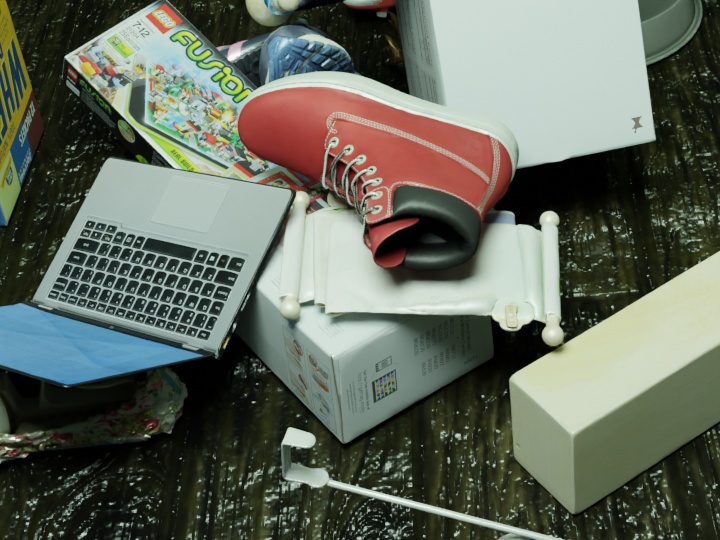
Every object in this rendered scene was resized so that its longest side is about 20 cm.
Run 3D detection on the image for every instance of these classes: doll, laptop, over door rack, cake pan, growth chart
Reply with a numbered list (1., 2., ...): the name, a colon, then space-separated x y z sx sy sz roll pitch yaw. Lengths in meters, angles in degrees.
1. doll: -0.011 -0.224 1.071 0.199 0.049 0.136 -19 12 43
2. laptop: -0.178 -0.007 0.966 0.186 0.116 0.202 12 69 36
3. over door rack: 0.022 0.191 0.807 0.198 0.067 0.148 21 45 2
4. cake pan: 0.208 -0.247 1.312 0.198 0.037 0.201 -5 41 5
5. growth chart: 0.039 -0.010 0.958 0.197 0.018 0.145 3 40 11

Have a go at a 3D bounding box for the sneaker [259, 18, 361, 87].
1. sneaker: -0.049 -0.157 1.141 0.077 0.200 0.085 -43 76 4

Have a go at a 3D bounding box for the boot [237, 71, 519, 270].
1. boot: -0.007 -0.062 0.954 0.198 0.073 0.145 13 37 15

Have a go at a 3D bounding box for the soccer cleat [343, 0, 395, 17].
1. soccer cleat: 0.056 -0.310 1.374 0.199 0.086 0.068 -33 46 -26

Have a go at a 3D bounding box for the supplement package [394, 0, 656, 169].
1. supplement package: 0.117 -0.172 1.103 0.150 0.152 0.200 -11 15 -3

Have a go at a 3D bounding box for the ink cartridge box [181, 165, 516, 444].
1. ink cartridge box: 0.000 0.000 1.030 0.174 0.085 0.200 -27 44 -23

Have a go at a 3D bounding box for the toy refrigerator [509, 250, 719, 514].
1. toy refrigerator: 0.191 0.063 0.930 0.199 0.076 0.070 -28 44 -20

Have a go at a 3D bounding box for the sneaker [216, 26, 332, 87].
1. sneaker: -0.122 -0.177 1.263 0.198 0.071 0.082 -22 46 -16

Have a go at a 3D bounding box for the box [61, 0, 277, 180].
1. box: -0.133 -0.121 1.164 0.200 0.035 0.110 44 59 12

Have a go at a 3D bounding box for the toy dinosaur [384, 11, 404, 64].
1. toy dinosaur: 0.079 -0.209 1.273 0.105 0.061 0.201 -18 41 -12

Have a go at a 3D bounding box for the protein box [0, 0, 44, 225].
1. protein box: -0.388 -0.149 1.179 0.197 0.200 0.136 -3 41 6

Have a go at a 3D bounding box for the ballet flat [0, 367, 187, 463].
1. ballet flat: -0.217 0.087 0.980 0.198 0.064 0.076 -11 50 -2
